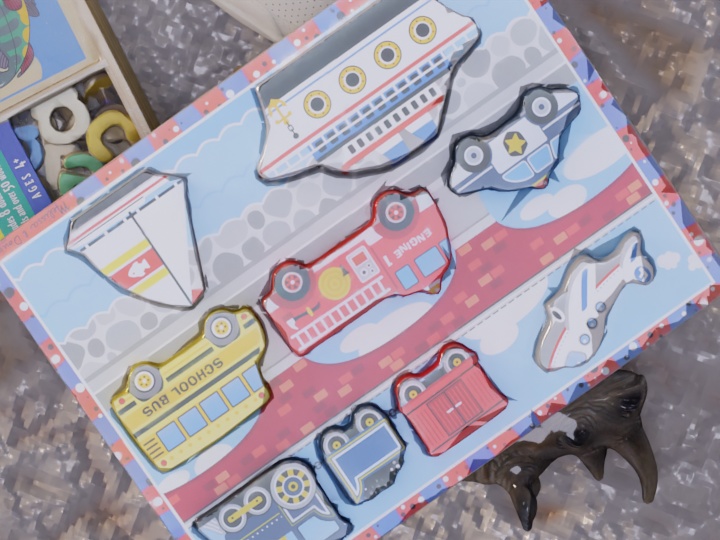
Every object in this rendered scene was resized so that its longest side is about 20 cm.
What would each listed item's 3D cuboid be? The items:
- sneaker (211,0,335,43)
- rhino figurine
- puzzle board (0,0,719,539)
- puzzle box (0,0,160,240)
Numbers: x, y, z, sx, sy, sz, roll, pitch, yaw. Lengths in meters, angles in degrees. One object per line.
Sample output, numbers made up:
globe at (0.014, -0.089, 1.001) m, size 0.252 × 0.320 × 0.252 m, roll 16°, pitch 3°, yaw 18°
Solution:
sneaker at (-0.057, -0.144, 0.802) m, size 0.074 × 0.116 × 0.200 m, roll -41°, pitch 96°, yaw 6°
rhino figurine at (0.018, 0.021, 0.852) m, size 0.199 × 0.060 × 0.088 m, roll 34°, pitch 95°, yaw -4°
puzzle board at (0.000, 0.000, 0.811) m, size 0.199 × 0.017 × 0.151 m, roll -35°, pitch 96°, yaw -1°
puzzle box at (-0.164, -0.092, 0.860) m, size 0.132 × 0.025 × 0.201 m, roll -27°, pitch 97°, yaw 7°
